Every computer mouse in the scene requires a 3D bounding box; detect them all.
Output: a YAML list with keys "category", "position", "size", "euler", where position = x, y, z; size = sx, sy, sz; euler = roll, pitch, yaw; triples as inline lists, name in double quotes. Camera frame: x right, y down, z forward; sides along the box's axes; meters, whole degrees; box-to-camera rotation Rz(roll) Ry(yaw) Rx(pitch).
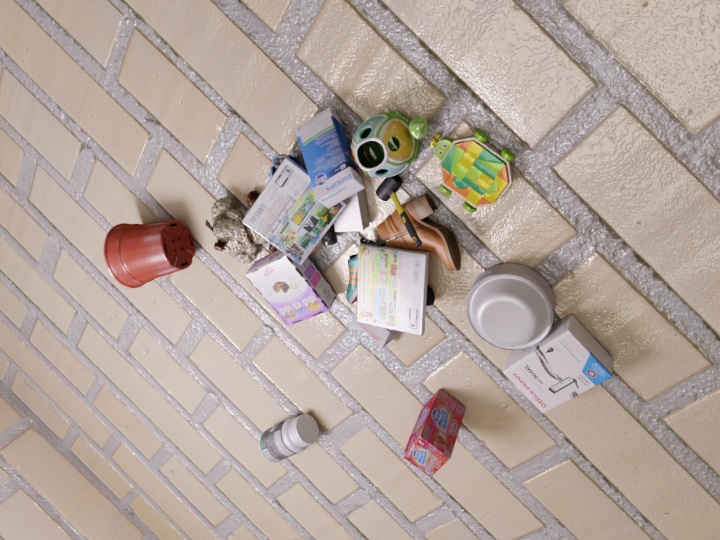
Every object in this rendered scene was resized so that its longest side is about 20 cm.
- category: "computer mouse"
  position: [0.121, 0.007, 1.348]
  size: [0.201, 0.034, 0.059]
  euler: [52, 148, 1]

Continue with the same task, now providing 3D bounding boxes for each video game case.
- category: "video game case"
  position: [-0.160, -0.140, 1.287]
  size: [0.182, 0.022, 0.200]
  euler: [36, 110, -10]
- category: "video game case"
  position: [0.075, 0.045, 1.288]
  size: [0.180, 0.023, 0.202]
  euler: [9, 108, 27]

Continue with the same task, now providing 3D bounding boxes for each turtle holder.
- category: "turtle holder"
  position: [0.065, -0.271, 1.172]
  size: [0.184, 0.132, 0.142]
  euler: [10, 118, 22]

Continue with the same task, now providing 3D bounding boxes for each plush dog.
- category: "plush dog"
  position: [-0.306, -0.114, 1.445]
  size: [0.170, 0.161, 0.202]
  euler: [-23, 107, 6]

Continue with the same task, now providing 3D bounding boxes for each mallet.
- category: "mallet"
  position: [0.088, -0.130, 1.228]
  size: [0.066, 0.041, 0.202]
  euler: [-39, 57, 38]

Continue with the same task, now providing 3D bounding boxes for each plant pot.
- category: "plant pot"
  position: [-0.619, -0.060, 1.595]
  size: [0.193, 0.201, 0.203]
  euler: [-9, 110, 21]

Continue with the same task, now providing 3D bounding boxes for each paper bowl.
- category: "paper bowl"
  position: [0.344, 0.095, 1.232]
  size: [0.198, 0.104, 0.203]
  euler: [11, 118, 20]

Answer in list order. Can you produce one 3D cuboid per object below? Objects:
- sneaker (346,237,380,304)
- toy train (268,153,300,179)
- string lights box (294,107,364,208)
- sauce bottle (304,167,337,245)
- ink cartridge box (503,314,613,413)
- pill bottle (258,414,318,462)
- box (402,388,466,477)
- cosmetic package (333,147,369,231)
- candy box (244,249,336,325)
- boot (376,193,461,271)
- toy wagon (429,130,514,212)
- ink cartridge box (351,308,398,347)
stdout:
- category: "sneaker"
  position: [0.000, 0.000, 1.384]
  size: [0.080, 0.071, 0.201]
  euler: [43, 128, 19]
- category: "toy train"
  position: [-0.175, -0.196, 1.339]
  size: [0.086, 0.114, 0.202]
  euler: [-5, 112, 7]
- category: "string lights box"
  position: [-0.073, -0.258, 1.218]
  size: [0.102, 0.059, 0.202]
  euler: [-25, 68, 19]
- category: "sauce bottle"
  position: [-0.096, -0.163, 1.349]
  size: [0.064, 0.065, 0.202]
  euler: [1, 116, 26]
- category: "ink cartridge box"
  position: [0.460, 0.223, 1.248]
  size: [0.146, 0.084, 0.200]
  euler: [45, 125, 0]
- category: "pill bottle"
  position: [-0.233, 0.547, 1.739]
  size: [0.199, 0.113, 0.113]
  euler: [-34, 97, 34]
- category: "box"
  position: [0.198, 0.425, 1.409]
  size: [0.095, 0.200, 0.100]
  euler: [35, 125, 4]
- category: "cosmetic package"
  position: [-0.036, -0.198, 1.308]
  size: [0.082, 0.051, 0.202]
  euler: [1, 114, 24]
- category: "candy box"
  position: [-0.191, 0.040, 1.467]
  size: [0.167, 0.072, 0.201]
  euler: [-21, 116, 33]
- category: "boot"
  position: [0.137, -0.063, 1.266]
  size: [0.154, 0.077, 0.201]
  euler: [-30, 93, 29]
- category: "toy wagon"
  position: [0.232, -0.227, 1.166]
  size: [0.199, 0.040, 0.156]
  euler: [37, 125, 6]
- category: "ink cartridge box"
  position: [0.053, 0.115, 1.393]
  size: [0.116, 0.068, 0.201]
  euler: [37, 128, 22]
